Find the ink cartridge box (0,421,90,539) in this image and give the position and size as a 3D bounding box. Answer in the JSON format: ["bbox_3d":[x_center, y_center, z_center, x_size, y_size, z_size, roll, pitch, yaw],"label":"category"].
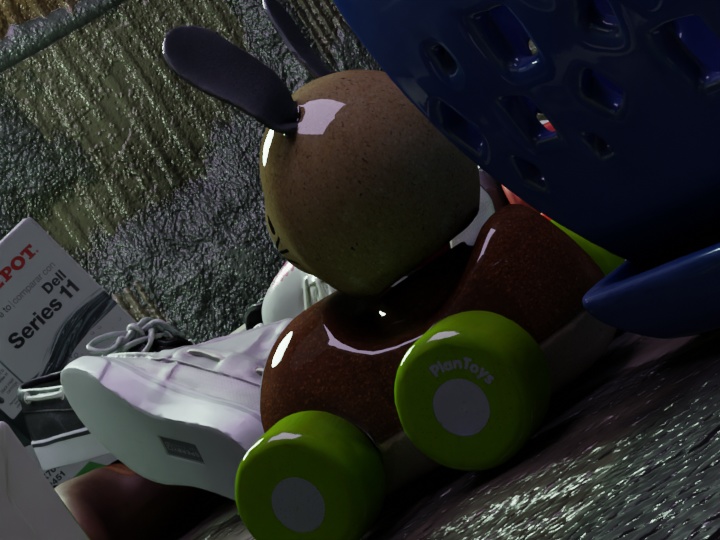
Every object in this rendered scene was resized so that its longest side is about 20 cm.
[{"bbox_3d":[-0.236,0.179,0.995,0.200,0.117,0.067,-33,5,30],"label":"ink cartridge box"}]

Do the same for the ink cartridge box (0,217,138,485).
[{"bbox_3d":[-0.216,0.085,1.304,0.147,0.200,0.083,-47,2,-22],"label":"ink cartridge box"}]

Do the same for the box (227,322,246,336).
[{"bbox_3d":[-0.072,0.069,1.552,0.200,0.069,0.082,-37,3,-43],"label":"box"}]

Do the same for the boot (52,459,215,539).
[{"bbox_3d":[-0.083,0.118,1.122,0.199,0.069,0.188,-27,-4,3],"label":"boot"}]

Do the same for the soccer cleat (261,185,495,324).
[{"bbox_3d":[0.000,0.000,1.248,0.199,0.070,0.086,-33,4,28],"label":"soccer cleat"}]

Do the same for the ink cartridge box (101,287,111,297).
[{"bbox_3d":[-0.232,0.127,1.480,0.047,0.161,0.200,-33,3,45],"label":"ink cartridge box"}]

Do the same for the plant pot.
[{"bbox_3d":[0.138,-0.096,0.622,0.200,0.180,0.200,-35,2,-24],"label":"plant pot"}]

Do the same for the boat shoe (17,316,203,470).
[{"bbox_3d":[-0.133,0.065,1.141,0.199,0.068,0.073,-20,4,41],"label":"boat shoe"}]

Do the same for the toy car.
[{"bbox_3d":[-0.006,-0.016,0.750,0.157,0.201,0.164,-33,2,26],"label":"toy car"}]

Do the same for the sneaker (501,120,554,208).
[{"bbox_3d":[0.187,-0.103,1.334,0.115,0.079,0.200,-34,3,44],"label":"sneaker"}]

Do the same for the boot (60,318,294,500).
[{"bbox_3d":[-0.078,0.068,1.040,0.095,0.074,0.199,-39,34,-30],"label":"boot"}]

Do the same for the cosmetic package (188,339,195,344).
[{"bbox_3d":[-0.189,0.133,1.673,0.107,0.085,0.200,-36,3,-18],"label":"cosmetic package"}]

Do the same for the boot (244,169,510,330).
[{"bbox_3d":[0.014,0.001,1.373,0.131,0.070,0.200,-7,-32,-49],"label":"boot"}]
